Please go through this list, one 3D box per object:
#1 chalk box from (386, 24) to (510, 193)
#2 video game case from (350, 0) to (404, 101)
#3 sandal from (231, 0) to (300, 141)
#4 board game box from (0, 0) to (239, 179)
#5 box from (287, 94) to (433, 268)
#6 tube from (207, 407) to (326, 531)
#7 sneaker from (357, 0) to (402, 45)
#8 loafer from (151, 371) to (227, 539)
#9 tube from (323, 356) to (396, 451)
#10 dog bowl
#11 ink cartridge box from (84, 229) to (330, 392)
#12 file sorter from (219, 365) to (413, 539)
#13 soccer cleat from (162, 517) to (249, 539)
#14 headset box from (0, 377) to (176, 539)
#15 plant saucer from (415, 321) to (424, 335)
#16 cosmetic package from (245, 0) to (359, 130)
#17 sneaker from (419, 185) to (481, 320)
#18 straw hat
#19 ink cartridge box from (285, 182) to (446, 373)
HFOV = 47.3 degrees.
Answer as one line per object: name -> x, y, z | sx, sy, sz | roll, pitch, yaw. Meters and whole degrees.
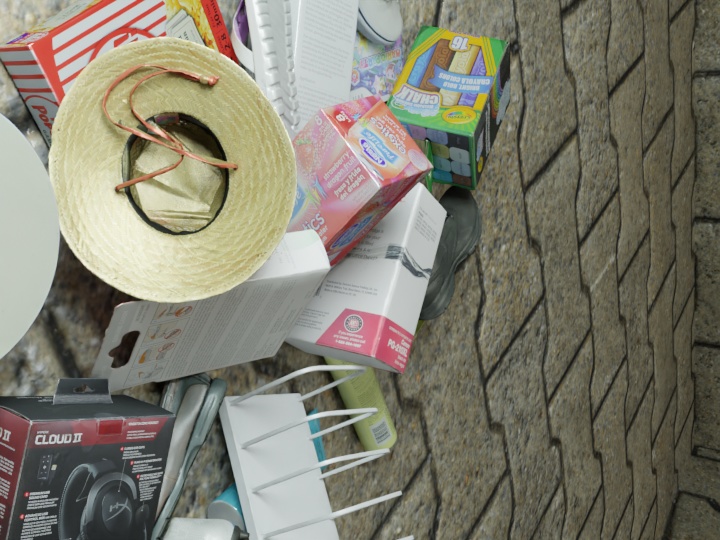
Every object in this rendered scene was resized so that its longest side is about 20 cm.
chalk box -> 0.107, -0.193, 1.066 | 0.125, 0.123, 0.201 | 72, 39, -60
video game case -> 0.007, -0.304, 1.005 | 0.143, 0.018, 0.202 | -34, 124, -50
sandal -> -0.097, -0.212, 0.775 | 0.082, 0.049, 0.205 | 4, 79, -72
board game box -> -0.190, -0.165, 0.708 | 0.200, 0.046, 0.153 | -51, 136, -38
box -> -0.039, -0.068, 0.814 | 0.095, 0.200, 0.102 | 53, 39, 8
tube -> -0.094, 0.235, 0.945 | 0.200, 0.050, 0.078 | -30, 119, -56
sneaker -> 0.014, -0.338, 0.927 | 0.073, 0.070, 0.200 | -63, 143, -26
loafer -> -0.193, 0.188, 0.782 | 0.072, 0.062, 0.202 | 125, -11, -71
tube -> -0.003, 0.148, 1.067 | 0.058, 0.051, 0.201 | -108, 179, -59
dog bowl -> -0.302, -0.022, 0.537 | 0.199, 0.078, 0.203 | -19, 112, -54
ink cartridge box -> -0.142, 0.039, 0.734 | 0.198, 0.161, 0.050 | -8, 60, -34
file sorter -> -0.042, 0.213, 0.870 | 0.138, 0.124, 0.202 | 10, 59, -57
soccer cleat -> -0.159, 0.298, 0.831 | 0.201, 0.085, 0.070 | 103, 1, -50
headset box -> -0.242, 0.188, 0.670 | 0.148, 0.077, 0.202 | 10, 90, -57
plant saucer -> 0.048, 0.003, 1.123 | 0.199, 0.031, 0.202 | -18, 112, -55
cosmetic package -> -0.061, -0.241, 0.865 | 0.101, 0.071, 0.202 | 2, 95, -56
sneaker -> 0.104, -0.037, 1.111 | 0.091, 0.075, 0.202 | 45, 58, -44
straw hat -> -0.146, -0.076, 0.663 | 0.085, 0.199, 0.203 | 168, -67, -82
ink cartridge box -> 0.000, 0.000, 0.943 | 0.084, 0.144, 0.202 | 36, 67, -55
